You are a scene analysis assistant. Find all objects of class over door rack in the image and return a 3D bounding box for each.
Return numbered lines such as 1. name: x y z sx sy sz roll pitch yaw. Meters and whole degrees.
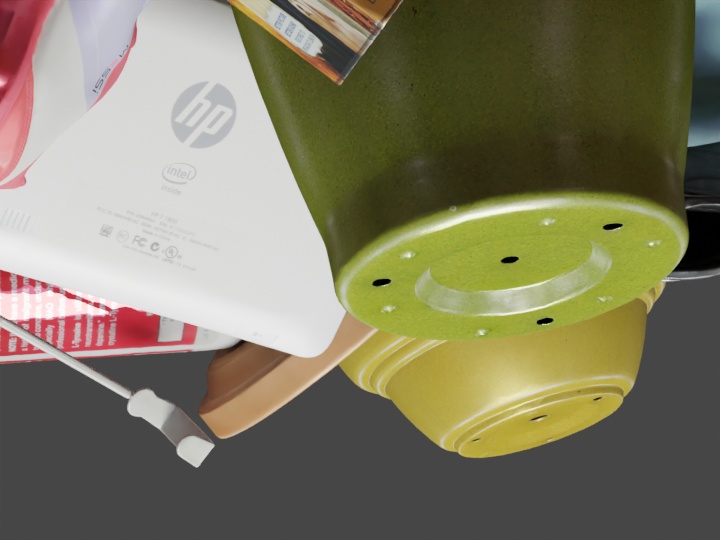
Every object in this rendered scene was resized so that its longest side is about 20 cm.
1. over door rack: -0.103 -0.029 1.189 0.200 0.067 0.148 35 95 -33

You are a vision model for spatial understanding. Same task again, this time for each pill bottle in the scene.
1. pill bottle: -0.151 -0.015 1.270 0.199 0.113 0.112 -4 157 -12

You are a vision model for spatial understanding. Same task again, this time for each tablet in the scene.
1. tablet: -0.073 -0.045 1.149 0.199 0.014 0.131 17 104 -31

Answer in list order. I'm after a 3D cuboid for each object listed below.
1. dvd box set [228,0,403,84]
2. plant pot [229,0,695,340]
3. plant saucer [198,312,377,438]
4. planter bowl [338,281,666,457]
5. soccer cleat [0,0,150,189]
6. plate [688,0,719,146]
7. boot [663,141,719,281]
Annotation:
1. dvd box set: -0.072 -0.136 0.901 0.200 0.029 0.146 37 174 -3
2. plant pot: 0.043 -0.084 1.067 0.200 0.194 0.200 -8 158 -3
3. plant saucer: 0.000 0.000 1.328 0.200 0.032 0.200 -41 -175 4
4. planter bowl: 0.081 0.043 1.487 0.200 0.084 0.200 -17 164 -5
5. soccer cleat: -0.094 -0.113 1.037 0.200 0.067 0.076 -52 157 5
6. plate: 0.167 -0.101 1.291 0.199 0.026 0.200 -8 157 -3
7. boot: 0.165 -0.023 1.283 0.199 0.070 0.132 -11 -172 0
